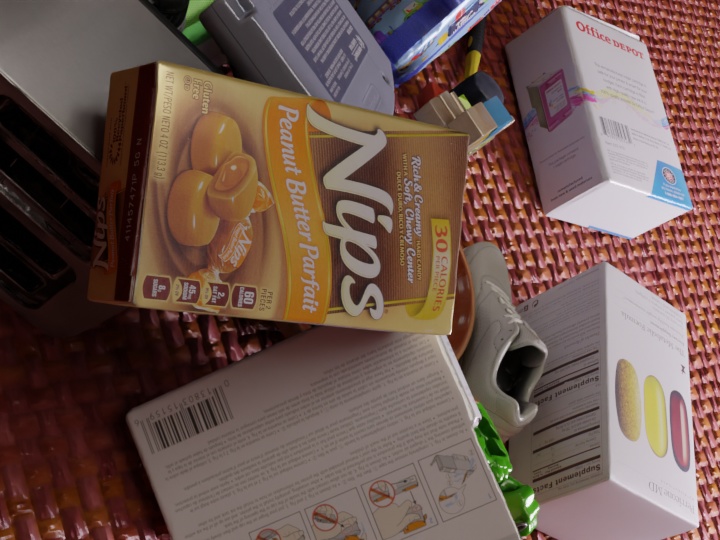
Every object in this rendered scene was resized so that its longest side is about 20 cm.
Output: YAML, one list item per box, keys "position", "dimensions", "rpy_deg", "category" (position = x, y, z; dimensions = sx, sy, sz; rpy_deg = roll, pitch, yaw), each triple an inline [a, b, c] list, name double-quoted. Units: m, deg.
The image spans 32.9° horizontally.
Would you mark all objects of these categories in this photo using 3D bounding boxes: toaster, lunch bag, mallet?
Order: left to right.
- position: [-0.168, -0.069, 0.711]
  dimensions: [0.200, 0.181, 0.119]
  rpy_deg: [43, 49, -18]
  category: "toaster"
- position: [0.062, -0.225, 0.983]
  dimensions: [0.094, 0.150, 0.200]
  rpy_deg: [49, 6, -10]
  category: "lunch bag"
- position: [0.112, -0.203, 1.148]
  dimensions: [0.041, 0.066, 0.201]
  rpy_deg: [37, 45, -21]
  category: "mallet"

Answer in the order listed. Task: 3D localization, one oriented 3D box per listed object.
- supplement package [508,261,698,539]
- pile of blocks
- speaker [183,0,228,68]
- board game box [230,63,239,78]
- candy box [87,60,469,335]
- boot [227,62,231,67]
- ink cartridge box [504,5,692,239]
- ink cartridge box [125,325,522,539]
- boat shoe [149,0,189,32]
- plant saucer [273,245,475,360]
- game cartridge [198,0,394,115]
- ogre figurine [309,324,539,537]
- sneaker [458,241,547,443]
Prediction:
- position: [0.199, 0.117, 1.011]
  dimensions: [0.113, 0.109, 0.201]
  rpy_deg: [29, 49, -29]
  category: "supplement package"
- position: [0.077, -0.126, 0.992]
  dimensions: [0.082, 0.200, 0.062]
  rpy_deg: [-35, 90, -4]
  category: "pile of blocks"
- position: [-0.105, -0.192, 0.872]
  dimensions: [0.200, 0.088, 0.089]
  rpy_deg: [-40, 97, -27]
  category: "speaker"
- position: [-0.019, -0.068, 0.805]
  dimensions: [0.135, 0.035, 0.201]
  rpy_deg: [35, 29, -40]
  category: "board game box"
- position: [-0.037, -0.031, 0.639]
  dimensions: [0.199, 0.055, 0.116]
  rpy_deg: [7, 87, -36]
  category: "candy box"
- position: [-0.086, -0.226, 0.960]
  dimensions: [0.200, 0.075, 0.097]
  rpy_deg: [55, 38, -7]
  category: "boot"
- position: [0.238, -0.147, 1.226]
  dimensions: [0.144, 0.084, 0.201]
  rpy_deg: [12, 60, -40]
  category: "ink cartridge box"
- position: [-0.019, 0.126, 0.735]
  dimensions: [0.044, 0.199, 0.174]
  rpy_deg: [26, 40, -79]
  category: "ink cartridge box"
- position: [-0.188, -0.205, 0.724]
  dimensions: [0.199, 0.071, 0.072]
  rpy_deg: [24, 57, -15]
  category: "boat shoe"
- position: [0.000, 0.000, 0.930]
  dimensions: [0.200, 0.032, 0.201]
  rpy_deg: [20, 52, -27]
  category: "plant saucer"
- position: [-0.031, -0.136, 0.776]
  dimensions: [0.133, 0.041, 0.200]
  rpy_deg: [50, 22, -13]
  category: "game cartridge"
- position: [0.019, 0.112, 0.818]
  dimensions: [0.200, 0.120, 0.098]
  rpy_deg: [42, 29, -13]
  category: "ogre figurine"
- position: [0.114, 0.055, 0.978]
  dimensions: [0.076, 0.092, 0.201]
  rpy_deg: [28, 49, -30]
  category: "sneaker"
